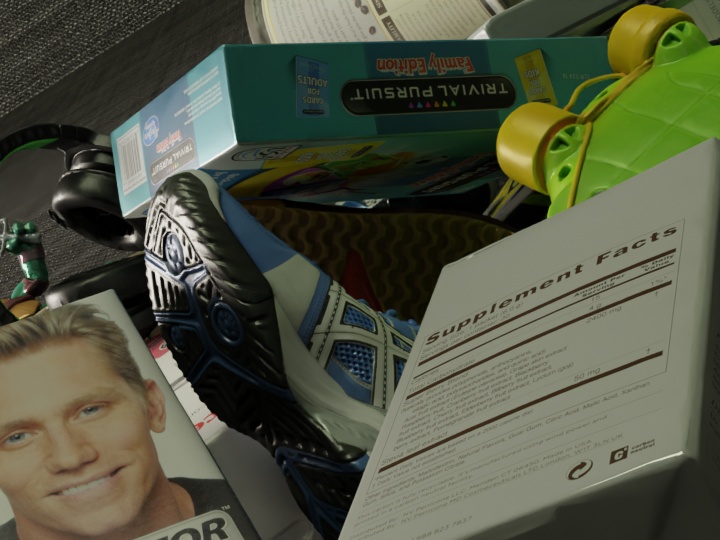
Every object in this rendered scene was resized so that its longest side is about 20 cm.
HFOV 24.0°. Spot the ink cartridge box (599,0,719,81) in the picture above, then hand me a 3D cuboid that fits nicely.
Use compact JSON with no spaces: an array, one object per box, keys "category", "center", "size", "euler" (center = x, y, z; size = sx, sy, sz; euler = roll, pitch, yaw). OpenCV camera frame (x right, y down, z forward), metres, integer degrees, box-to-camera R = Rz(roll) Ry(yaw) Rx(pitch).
[{"category":"ink cartridge box","center":[0.182,-0.127,0.960],"size":[0.200,0.059,0.104],"euler":[-32,2,7]}]

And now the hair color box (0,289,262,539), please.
[{"category":"hair color box","center":[-0.103,0.106,0.667],"size":[0.100,0.061,0.200],"euler":[-19,50,-22]}]

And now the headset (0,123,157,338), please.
[{"category":"headset","center":[-0.144,-0.008,0.936],"size":[0.200,0.124,0.094],"euler":[11,-16,-39]}]

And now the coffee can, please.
[{"category":"coffee can","center":[0.029,-0.217,1.372],"size":[0.200,0.146,0.146],"euler":[-24,19,27]}]

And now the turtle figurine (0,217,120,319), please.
[{"category":"turtle figurine","center":[-0.276,0.033,1.333],"size":[0.200,0.101,0.150],"euler":[-1,48,34]}]

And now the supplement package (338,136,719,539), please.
[{"category":"supplement package","center":[0.086,0.068,0.544],"size":[0.120,0.121,0.200],"euler":[-26,18,25]}]

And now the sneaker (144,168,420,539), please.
[{"category":"sneaker","center":[-0.018,0.039,0.718],"size":[0.077,0.200,0.076],"euler":[-33,-6,-37]}]

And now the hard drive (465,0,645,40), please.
[{"category":"hard drive","center":[0.082,-0.118,0.973],"size":[0.132,0.026,0.200],"euler":[-29,-2,-26]}]

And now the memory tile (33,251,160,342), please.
[{"category":"memory tile","center":[-0.133,0.018,1.107],"size":[0.153,0.017,0.200],"euler":[-31,-10,-2]}]

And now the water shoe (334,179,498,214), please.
[{"category":"water shoe","center":[0.000,0.000,1.007],"size":[0.200,0.071,0.079],"euler":[-30,40,22]}]

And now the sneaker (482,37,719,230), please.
[{"category":"sneaker","center":[0.130,-0.058,0.886],"size":[0.200,0.075,0.076],"euler":[-36,18,-11]}]

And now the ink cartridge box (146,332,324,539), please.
[{"category":"ink cartridge box","center":[-0.082,0.097,0.832],"size":[0.146,0.083,0.200],"euler":[-37,17,-12]}]

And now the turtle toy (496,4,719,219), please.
[{"category":"turtle toy","center":[0.135,-0.023,0.731],"size":[0.200,0.101,0.146],"euler":[-42,42,-18]}]

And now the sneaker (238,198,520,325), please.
[{"category":"sneaker","center":[0.010,-0.001,0.831],"size":[0.200,0.075,0.090],"euler":[11,6,0]}]

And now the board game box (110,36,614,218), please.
[{"category":"board game box","center":[0.000,-0.068,0.820],"size":[0.200,0.047,0.151],"euler":[-5,-8,-27]}]
